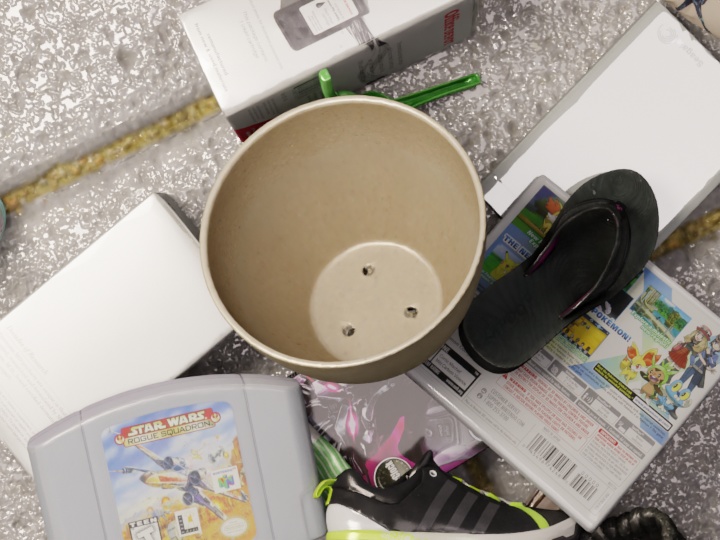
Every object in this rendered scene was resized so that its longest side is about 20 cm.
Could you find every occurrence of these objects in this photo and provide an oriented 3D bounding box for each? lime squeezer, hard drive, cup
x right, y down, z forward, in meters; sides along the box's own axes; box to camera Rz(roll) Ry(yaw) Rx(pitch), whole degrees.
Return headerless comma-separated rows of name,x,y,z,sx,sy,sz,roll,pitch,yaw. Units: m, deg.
lime squeezer,0.010,-0.120,1.486,0.070,0.199,0.038,-16,84,35
hard drive,0.201,-0.086,1.545,0.132,0.026,0.200,44,91,-1
cup,0.000,0.000,1.431,0.198,0.143,0.202,-5,65,10

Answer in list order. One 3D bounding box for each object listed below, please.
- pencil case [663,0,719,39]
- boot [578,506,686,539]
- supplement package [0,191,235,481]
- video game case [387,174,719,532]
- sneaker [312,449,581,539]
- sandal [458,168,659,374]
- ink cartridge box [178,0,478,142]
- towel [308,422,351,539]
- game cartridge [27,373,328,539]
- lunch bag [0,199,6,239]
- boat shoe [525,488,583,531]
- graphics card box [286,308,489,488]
pencil case,0.307,-0.190,1.514,0.199,0.089,0.078,36,90,-2
boot,0.259,0.217,1.494,0.211,0.079,0.158,-39,117,0
supplement package,-0.186,0.048,1.497,0.200,0.117,0.118,-40,91,1
video game case,0.151,0.058,1.486,0.200,0.022,0.183,40,79,13
sneaker,0.066,0.169,1.456,0.198,0.072,0.084,0,77,-17
sandal,0.153,-0.002,1.453,0.075,0.048,0.200,43,65,5
ink cartridge box,-0.020,-0.180,1.480,0.199,0.145,0.084,-26,85,-1
towel,-0.040,0.220,1.499,0.152,0.023,0.201,-37,89,15
game cartridge,-0.130,0.146,1.440,0.198,0.042,0.134,-13,108,-7
lunch bag,-0.379,-0.028,1.513,0.199,0.077,0.161,27,92,-1
boat shoe,0.169,0.145,1.528,0.059,0.072,0.201,28,96,-4
graphics card box,0.001,0.119,1.534,0.199,0.051,0.126,-31,91,-1
